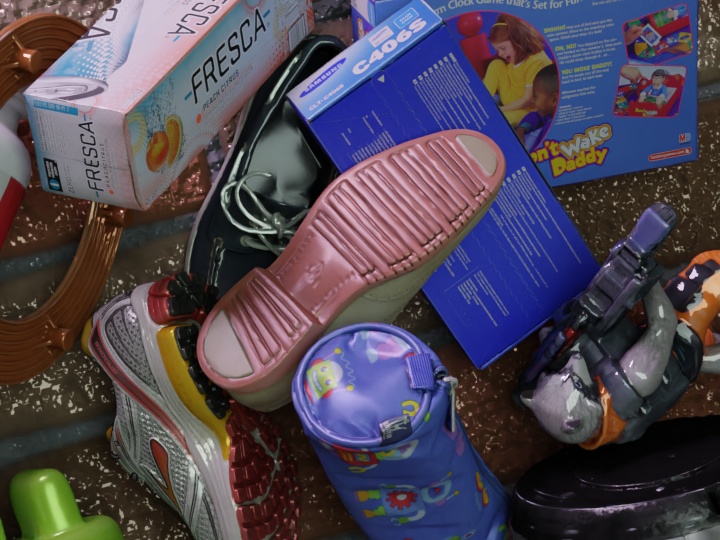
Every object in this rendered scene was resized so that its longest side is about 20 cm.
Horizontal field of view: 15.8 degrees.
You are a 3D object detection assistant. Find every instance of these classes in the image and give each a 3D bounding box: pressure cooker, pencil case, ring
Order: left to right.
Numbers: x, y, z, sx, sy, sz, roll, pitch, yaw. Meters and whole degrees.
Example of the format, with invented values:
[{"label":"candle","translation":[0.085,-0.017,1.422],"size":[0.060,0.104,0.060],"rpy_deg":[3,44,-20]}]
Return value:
[{"label":"ring","translation":[-0.172,-0.037,1.393],"size":[0.019,0.200,0.202],"rpy_deg":[10,82,24]},{"label":"pencil case","translation":[0.028,0.104,1.424],"size":[0.086,0.200,0.079],"rpy_deg":[-9,56,12]},{"label":"pressure cooker","translation":[0.179,0.198,1.462],"size":[0.178,0.175,0.202],"rpy_deg":[-21,102,-36]}]

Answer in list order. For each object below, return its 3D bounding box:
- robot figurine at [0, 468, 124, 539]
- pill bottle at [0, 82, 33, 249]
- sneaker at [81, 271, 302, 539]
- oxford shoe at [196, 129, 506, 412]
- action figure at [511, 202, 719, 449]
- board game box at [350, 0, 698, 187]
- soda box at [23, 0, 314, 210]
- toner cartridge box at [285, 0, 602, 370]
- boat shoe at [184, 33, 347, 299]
[{"label":"robot figurine","translation":[-0.165,0.210,1.406],"size":[0.174,0.116,0.201],"rpy_deg":[-20,92,-23]},{"label":"pill bottle","translation":[-0.246,-0.031,1.401],"size":[0.112,0.112,0.201],"rpy_deg":[24,81,-12]},{"label":"sneaker","translation":[-0.093,0.098,1.462],"size":[0.082,0.078,0.201],"rpy_deg":[-13,105,28]},{"label":"oxford shoe","translation":[0.000,0.000,1.422],"size":[0.199,0.074,0.071],"rpy_deg":[-37,60,0]},{"label":"action figure","translation":[0.175,0.035,1.464],"size":[0.193,0.200,0.105],"rpy_deg":[-30,73,-26]},{"label":"board game box","translation":[0.097,-0.116,1.503],"size":[0.198,0.045,0.135],"rpy_deg":[-10,117,-15]},{"label":"soda box","translation":[-0.100,-0.116,1.411],"size":[0.200,0.068,0.064],"rpy_deg":[-51,144,-45]},{"label":"toner cartridge box","translation":[0.050,-0.047,1.467],"size":[0.095,0.043,0.200],"rpy_deg":[-36,121,-2]},{"label":"boat shoe","translation":[-0.047,-0.038,1.480],"size":[0.074,0.062,0.201],"rpy_deg":[23,82,-14]}]
